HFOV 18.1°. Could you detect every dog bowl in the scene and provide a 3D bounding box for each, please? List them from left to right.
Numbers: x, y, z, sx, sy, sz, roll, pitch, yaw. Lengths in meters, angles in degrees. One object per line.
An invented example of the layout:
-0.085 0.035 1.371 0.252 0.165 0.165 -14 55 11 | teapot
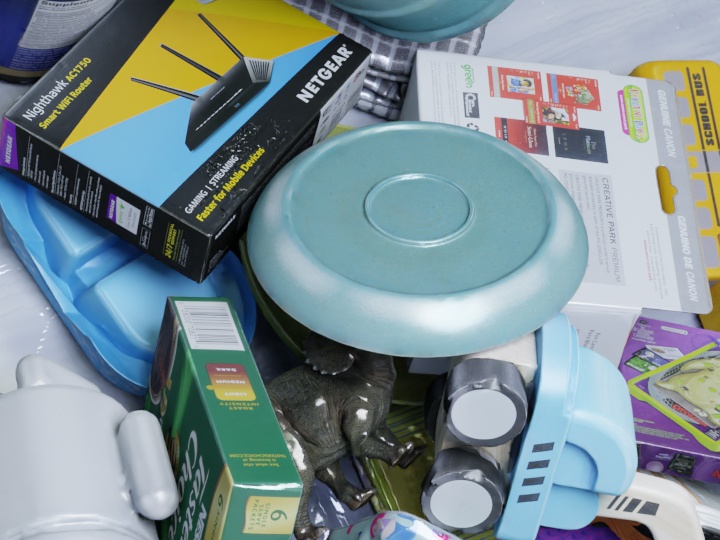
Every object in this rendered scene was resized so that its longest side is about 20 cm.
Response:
-0.150 -0.008 1.407 0.111 0.050 0.200 -32 84 -27 | dog bowl

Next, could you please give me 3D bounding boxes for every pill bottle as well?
-0.192 -0.203 1.381 0.111 0.200 0.112 7 68 -17 | pill bottle

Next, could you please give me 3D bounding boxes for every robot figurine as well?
-0.173 0.145 1.284 0.113 0.169 0.201 31 33 -42 | robot figurine

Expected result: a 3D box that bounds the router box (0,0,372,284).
-0.105 -0.100 1.390 0.149 0.051 0.200 29 49 10 | router box

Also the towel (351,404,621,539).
0.096 0.133 1.454 0.199 0.023 0.144 -18 76 -25 | towel

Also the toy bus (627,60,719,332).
0.233 -0.041 1.545 0.078 0.065 0.201 -2 71 -20 | toy bus

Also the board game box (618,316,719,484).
0.192 0.079 1.419 0.199 0.032 0.120 12 44 -1 | board game box

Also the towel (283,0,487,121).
0.015 -0.209 1.523 0.165 0.086 0.201 21 65 -10 | towel

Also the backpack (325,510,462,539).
0.038 0.236 1.308 0.200 0.177 0.151 34 69 -8 | backpack

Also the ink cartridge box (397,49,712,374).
0.116 -0.032 1.419 0.175 0.084 0.201 5 51 -8 | ink cartridge box

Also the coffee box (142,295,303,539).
-0.084 0.114 1.273 0.044 0.124 0.200 4 29 -19 | coffee box

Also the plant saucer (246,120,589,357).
0.033 -0.028 1.308 0.199 0.028 0.201 1 41 -1 | plant saucer

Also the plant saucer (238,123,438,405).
0.000 0.000 1.441 0.199 0.031 0.201 21 51 -28 | plant saucer

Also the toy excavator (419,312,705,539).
0.133 0.119 1.321 0.199 0.195 0.100 10 34 -3 | toy excavator

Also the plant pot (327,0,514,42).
-0.010 -0.245 1.339 0.196 0.200 0.201 1 65 -54 | plant pot

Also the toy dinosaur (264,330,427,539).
-0.028 0.095 1.344 0.102 0.200 0.077 50 19 11 | toy dinosaur

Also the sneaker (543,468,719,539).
0.178 0.126 1.435 0.199 0.076 0.092 20 60 -13 | sneaker
